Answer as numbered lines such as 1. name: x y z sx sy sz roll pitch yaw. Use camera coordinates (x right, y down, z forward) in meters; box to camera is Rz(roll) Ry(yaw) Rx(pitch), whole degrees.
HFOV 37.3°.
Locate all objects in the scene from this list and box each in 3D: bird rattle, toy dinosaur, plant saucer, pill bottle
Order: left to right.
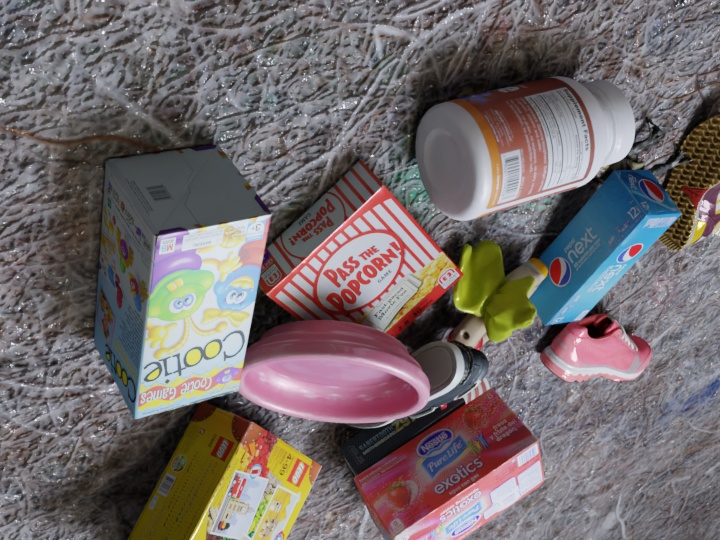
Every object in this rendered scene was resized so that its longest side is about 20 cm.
1. plant saucer: -0.028 0.101 1.078 0.199 0.051 0.201 5 155 2
2. bird rattle: 0.145 0.061 1.211 0.163 0.113 0.201 -29 151 -43
3. pill bottle: 0.162 -0.124 1.027 0.199 0.112 0.113 -17 137 -27
4. toy dinosaur: 0.322 -0.120 1.220 0.088 0.048 0.200 -45 145 22

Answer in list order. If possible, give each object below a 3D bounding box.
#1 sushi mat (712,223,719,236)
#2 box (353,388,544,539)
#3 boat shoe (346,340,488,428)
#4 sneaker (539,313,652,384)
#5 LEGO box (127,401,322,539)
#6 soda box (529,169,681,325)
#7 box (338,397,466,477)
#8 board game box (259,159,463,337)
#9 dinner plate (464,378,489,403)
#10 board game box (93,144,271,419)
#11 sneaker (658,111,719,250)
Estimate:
1. sushi mat: 0.503 -0.130 1.384 0.095 0.012 0.200 8 122 -45
2. box: 0.106 0.245 1.245 0.199 0.095 0.103 -32 139 -10
3. boat shoe: 0.055 0.129 1.168 0.060 0.076 0.200 8 160 -40
4. sneaker: 0.333 0.099 1.423 0.199 0.074 0.087 -1 127 -39
5. LEGO box: -0.147 0.260 1.117 0.149 0.077 0.201 43 69 -50
6. soda box: 0.269 -0.024 1.216 0.064 0.068 0.200 -5 144 -37
7. box: 0.071 0.238 1.327 0.157 0.051 0.200 -33 141 -9
8. board game box: 0.000 0.000 1.070 0.151 0.046 0.200 -43 142 4
9. dinner plate: 0.077 0.194 1.347 0.199 0.024 0.201 -23 140 -21
10. board game box: -0.155 0.010 0.904 0.103 0.105 0.201 -12 136 -31
11. sneaker: 0.428 -0.117 1.296 0.090 0.075 0.201 -21 146 -35
